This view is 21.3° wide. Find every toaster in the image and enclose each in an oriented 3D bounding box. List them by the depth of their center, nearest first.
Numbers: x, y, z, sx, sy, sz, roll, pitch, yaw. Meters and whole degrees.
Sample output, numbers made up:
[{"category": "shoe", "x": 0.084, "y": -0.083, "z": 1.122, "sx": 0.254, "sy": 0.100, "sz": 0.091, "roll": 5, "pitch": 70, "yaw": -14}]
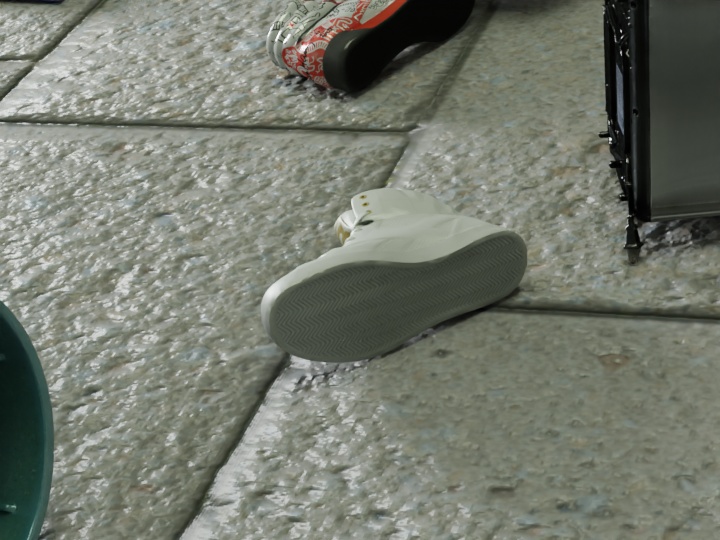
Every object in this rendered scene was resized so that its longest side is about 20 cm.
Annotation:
[{"category": "toaster", "x": 0.234, "y": -0.133, "z": 1.368, "sx": 0.118, "sy": 0.201, "sz": 0.181, "roll": -3, "pitch": 22, "yaw": 3}]

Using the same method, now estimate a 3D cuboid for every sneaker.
[{"category": "sneaker", "x": 0.000, "y": 0.000, "z": 1.299, "sx": 0.200, "sy": 0.074, "sz": 0.116, "roll": -14, "pitch": 27, "yaw": -31}, {"category": "sneaker", "x": 0.007, "y": -0.225, "z": 1.688, "sx": 0.108, "sy": 0.067, "sz": 0.201, "roll": 20, "pitch": 42, "yaw": 35}]

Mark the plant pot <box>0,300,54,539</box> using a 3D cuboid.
[{"category": "plant pot", "x": -0.310, "y": 0.102, "z": 1.081, "sx": 0.196, "sy": 0.201, "sz": 0.200, "roll": 0, "pitch": 29, "yaw": 29}]
